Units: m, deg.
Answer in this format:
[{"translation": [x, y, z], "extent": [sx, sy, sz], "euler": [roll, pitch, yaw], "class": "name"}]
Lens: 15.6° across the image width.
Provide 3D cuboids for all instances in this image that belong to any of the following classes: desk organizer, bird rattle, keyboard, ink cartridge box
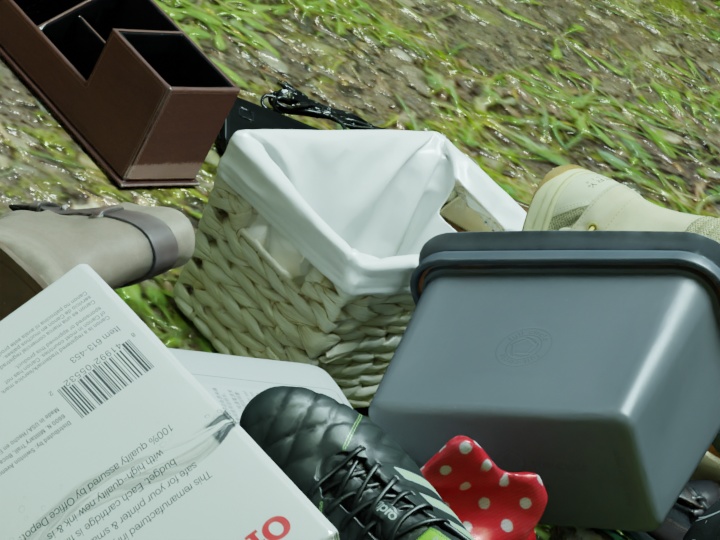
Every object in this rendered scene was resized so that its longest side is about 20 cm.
[{"translation": [-0.173, -0.146, 1.748], "extent": [0.072, 0.077, 0.200], "euler": [-3, 41, -48], "class": "desk organizer"}, {"translation": [0.068, 0.193, 1.320], "extent": [0.200, 0.113, 0.163], "euler": [48, 62, -5], "class": "bird rattle"}, {"translation": [-0.010, -0.077, 1.857], "extent": [0.199, 0.021, 0.127], "euler": [22, 33, -18], "class": "keyboard"}, {"translation": [-0.122, 0.118, 1.245], "extent": [0.145, 0.084, 0.200], "euler": [-37, 62, -16], "class": "ink cartridge box"}]

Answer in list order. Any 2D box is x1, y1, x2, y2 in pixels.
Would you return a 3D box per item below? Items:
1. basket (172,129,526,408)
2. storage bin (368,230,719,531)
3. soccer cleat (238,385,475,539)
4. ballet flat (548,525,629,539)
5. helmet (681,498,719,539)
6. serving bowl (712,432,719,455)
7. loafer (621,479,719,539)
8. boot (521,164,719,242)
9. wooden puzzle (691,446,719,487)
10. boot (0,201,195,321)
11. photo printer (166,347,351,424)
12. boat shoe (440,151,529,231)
[{"translation": [0.000, 0.000, 1.611], "extent": [0.200, 0.124, 0.136], "euler": [-2, 40, -49], "class": "basket"}, {"translation": [0.106, 0.075, 1.447], "extent": [0.199, 0.146, 0.134], "euler": [1, 37, 29], "class": "storage bin"}, {"translation": [0.021, 0.127, 1.260], "extent": [0.200, 0.067, 0.081], "euler": [46, -14, 7], "class": "soccer cleat"}, {"translation": [0.128, 0.174, 1.482], "extent": [0.076, 0.064, 0.200], "euler": [37, 0, 8], "class": "ballet flat"}, {"translation": [0.262, 0.200, 1.448], "extent": [0.200, 0.200, 0.191], "euler": [34, -16, 9], "class": "helmet"}, {"translation": [0.259, 0.105, 1.593], "extent": [0.200, 0.066, 0.200], "euler": [48, -3, 4], "class": "serving bowl"}, {"translation": [0.204, 0.152, 1.569], "extent": [0.200, 0.063, 0.072], "euler": [36, 2, -20], "class": "loafer"}, {"translation": [0.155, 0.051, 1.551], "extent": [0.073, 0.201, 0.155], "euler": [6, 10, -44], "class": "boot"}, {"translation": [0.276, 0.142, 1.726], "extent": [0.199, 0.046, 0.186], "euler": [20, 28, -19], "class": "wooden puzzle"}, {"translation": [-0.155, -0.004, 1.447], "extent": [0.146, 0.071, 0.200], "euler": [-13, 16, -33], "class": "boot"}, {"translation": [-0.080, 0.111, 1.390], "extent": [0.199, 0.070, 0.167], "euler": [8, 34, -36], "class": "photo printer"}, {"translation": [0.054, -0.041, 1.782], "extent": [0.199, 0.074, 0.076], "euler": [11, 47, -29], "class": "boat shoe"}]
